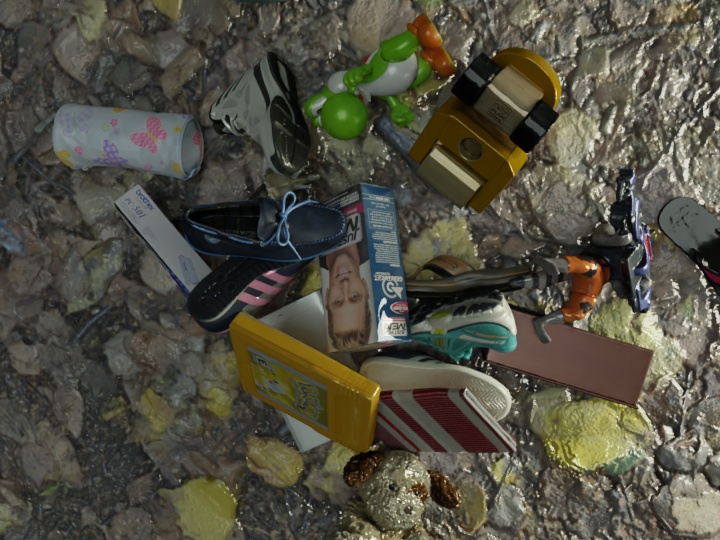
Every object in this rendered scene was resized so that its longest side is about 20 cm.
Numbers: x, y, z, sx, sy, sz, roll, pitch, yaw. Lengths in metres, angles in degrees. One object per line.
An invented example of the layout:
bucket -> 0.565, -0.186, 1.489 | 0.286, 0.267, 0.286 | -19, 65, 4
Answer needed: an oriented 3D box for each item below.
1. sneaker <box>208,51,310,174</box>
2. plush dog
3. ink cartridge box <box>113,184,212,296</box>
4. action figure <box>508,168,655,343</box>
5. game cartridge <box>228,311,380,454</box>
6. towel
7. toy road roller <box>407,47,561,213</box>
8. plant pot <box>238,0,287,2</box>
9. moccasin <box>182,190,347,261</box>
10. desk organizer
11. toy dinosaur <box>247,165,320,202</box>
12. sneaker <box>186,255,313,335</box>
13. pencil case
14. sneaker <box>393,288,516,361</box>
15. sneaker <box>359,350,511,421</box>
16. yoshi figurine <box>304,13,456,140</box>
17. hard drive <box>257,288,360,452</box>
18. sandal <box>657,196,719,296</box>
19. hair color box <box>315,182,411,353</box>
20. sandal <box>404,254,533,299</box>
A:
sneaker -> -0.135, -0.184, 0.850 | 0.115, 0.076, 0.201 | -28, 53, 23
plush dog -> 0.038, 0.331, 0.889 | 0.200, 0.160, 0.172 | 22, 87, -22
ink cartridge box -> -0.254, -0.019, 0.899 | 0.044, 0.094, 0.200 | -40, 90, -16
action figure -> 0.284, -0.026, 0.794 | 0.193, 0.105, 0.200 | -26, 118, -24
game cartridge -> -0.071, 0.151, 0.830 | 0.200, 0.177, 0.032 | 27, 56, 17
towel -> 0.081, 0.190, 0.830 | 0.200, 0.023, 0.144 | -11, 135, 39
toy road roller -> 0.168, -0.186, 0.821 | 0.123, 0.146, 0.200 | 40, 138, 2
plant pot -> -0.114, -0.440, 0.792 | 0.200, 0.196, 0.197 | -24, 92, 18
moccasin -> -0.115, -0.050, 0.782 | 0.199, 0.068, 0.081 | -7, 64, -3
desk organizer -> 0.266, 0.106, 0.848 | 0.199, 0.072, 0.077 | 17, 96, 7
toy dinosaur -> -0.136, -0.070, 0.874 | 0.077, 0.102, 0.200 | 40, 99, 3
sneaker -> -0.127, 0.008, 0.839 | 0.200, 0.082, 0.070 | -34, 63, -12
pencil case -> -0.320, -0.178, 0.900 | 0.199, 0.083, 0.091 | 6, 95, 8
sneaker -> 0.108, 0.083, 0.833 | 0.200, 0.077, 0.080 | -11, 109, 45
sneaker -> 0.102, 0.144, 0.866 | 0.199, 0.085, 0.075 | 14, 104, 13
yoshi figurine -> 0.023, -0.230, 0.832 | 0.200, 0.112, 0.113 | -29, 98, 14
hard drive -> -0.070, 0.143, 0.927 | 0.132, 0.026, 0.200 | -26, 91, 11
sandal -> 0.461, -0.014, 0.816 | 0.200, 0.045, 0.075 | 41, 100, 2
hair color box -> 0.000, 0.000, 0.833 | 0.100, 0.060, 0.201 | -20, 72, 47
sandal -> 0.126, 0.004, 0.857 | 0.199, 0.082, 0.055 | -8, 77, 12
